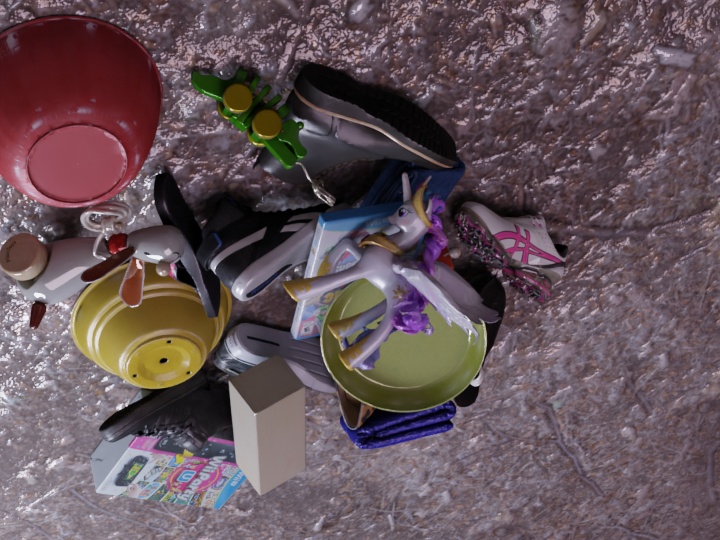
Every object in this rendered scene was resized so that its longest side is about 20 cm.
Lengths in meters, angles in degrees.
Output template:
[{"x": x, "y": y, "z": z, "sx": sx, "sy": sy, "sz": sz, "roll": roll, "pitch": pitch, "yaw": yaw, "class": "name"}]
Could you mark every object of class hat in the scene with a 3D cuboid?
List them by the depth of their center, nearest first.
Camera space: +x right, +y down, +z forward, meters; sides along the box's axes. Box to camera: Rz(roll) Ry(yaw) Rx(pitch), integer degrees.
[{"x": 0.132, "y": 0.090, "z": 1.508, "sx": 0.081, "sy": 0.201, "sz": 0.201, "roll": 15, "pitch": 139, "yaw": 17, "class": "hat"}]

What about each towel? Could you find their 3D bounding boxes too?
[{"x": 0.043, "y": -0.060, "z": 1.340, "sx": 0.112, "sy": 0.049, "sz": 0.200, "roll": -1, "pitch": 134, "yaw": -45, "class": "towel"}, {"x": 0.052, "y": 0.210, "z": 1.545, "sx": 0.148, "sy": 0.050, "sz": 0.200, "roll": -19, "pitch": -179, "yaw": -6, "class": "towel"}]

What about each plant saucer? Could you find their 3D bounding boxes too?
[{"x": 0.052, "y": 0.080, "z": 1.340, "sx": 0.200, "sy": 0.031, "sz": 0.200, "roll": 1, "pitch": 116, "yaw": 2, "class": "plant saucer"}]

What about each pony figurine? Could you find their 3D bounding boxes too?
[{"x": 0.046, "y": 0.018, "z": 1.218, "sx": 0.200, "sy": 0.193, "sz": 0.167, "roll": -39, "pitch": 176, "yaw": 11, "class": "pony figurine"}]

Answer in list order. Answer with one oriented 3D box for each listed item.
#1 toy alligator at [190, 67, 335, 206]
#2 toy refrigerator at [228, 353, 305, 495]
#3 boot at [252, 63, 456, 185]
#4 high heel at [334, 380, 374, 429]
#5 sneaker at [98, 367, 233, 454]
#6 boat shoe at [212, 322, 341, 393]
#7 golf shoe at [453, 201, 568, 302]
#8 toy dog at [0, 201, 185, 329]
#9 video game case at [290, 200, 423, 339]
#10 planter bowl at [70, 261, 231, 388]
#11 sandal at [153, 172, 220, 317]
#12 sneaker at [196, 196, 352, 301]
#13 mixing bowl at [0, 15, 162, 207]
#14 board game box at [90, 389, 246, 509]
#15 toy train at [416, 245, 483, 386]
[{"x": -0.088, "y": -0.152, "z": 1.159, "sx": 0.200, "sy": 0.059, "sz": 0.054, "roll": 41, "pitch": 79, "yaw": -8, "class": "toy alligator"}, {"x": -0.120, "y": 0.200, "z": 1.435, "sx": 0.076, "sy": 0.070, "sz": 0.200, "roll": -28, "pitch": 146, "yaw": -23, "class": "toy refrigerator"}, {"x": -0.007, "y": -0.133, "z": 1.237, "sx": 0.200, "sy": 0.078, "sz": 0.138, "roll": 25, "pitch": 126, "yaw": -17, "class": "boot"}, {"x": -0.020, "y": 0.106, "z": 1.420, "sx": 0.071, "sy": 0.143, "sz": 0.200, "roll": -5, "pitch": 144, "yaw": 20, "class": "high heel"}, {"x": -0.232, "y": 0.194, "z": 1.416, "sx": 0.060, "sy": 0.104, "sz": 0.200, "roll": -16, "pitch": -167, "yaw": 46, "class": "sneaker"}, {"x": -0.105, "y": 0.122, "z": 1.468, "sx": 0.200, "sy": 0.072, "sz": 0.071, "roll": 25, "pitch": 134, "yaw": -33, "class": "boat shoe"}, {"x": 0.196, "y": -0.042, "z": 1.438, "sx": 0.200, "sy": 0.073, "sz": 0.092, "roll": 37, "pitch": 78, "yaw": -38, "class": "golf shoe"}, {"x": -0.293, "y": 0.008, "z": 1.190, "sx": 0.200, "sy": 0.096, "sz": 0.132, "roll": -16, "pitch": 158, "yaw": 28, "class": "toy dog"}, {"x": 0.000, "y": 0.000, "z": 1.319, "sx": 0.143, "sy": 0.018, "sz": 0.200, "roll": -10, "pitch": 139, "yaw": -25, "class": "video game case"}, {"x": -0.245, "y": 0.084, "z": 1.345, "sx": 0.200, "sy": 0.084, "sz": 0.201, "roll": -13, "pitch": 136, "yaw": -13, "class": "planter bowl"}, {"x": -0.206, "y": -0.027, "z": 1.266, "sx": 0.045, "sy": 0.075, "sz": 0.200, "roll": -13, "pitch": 130, "yaw": 9, "class": "sandal"}, {"x": -0.104, "y": -0.056, "z": 1.278, "sx": 0.200, "sy": 0.112, "sz": 0.073, "roll": -36, "pitch": 162, "yaw": -41, "class": "sneaker"}, {"x": -0.284, "y": -0.135, "z": 1.088, "sx": 0.200, "sy": 0.108, "sz": 0.200, "roll": -13, "pitch": 138, "yaw": -12, "class": "mixing bowl"}, {"x": -0.247, "y": 0.252, "z": 1.530, "sx": 0.200, "sy": 0.064, "sz": 0.148, "roll": 17, "pitch": 124, "yaw": -37, "class": "board game box"}, {"x": 0.087, "y": 0.064, "z": 1.414, "sx": 0.056, "sy": 0.200, "sz": 0.150, "roll": -3, "pitch": 159, "yaw": -29, "class": "toy train"}]
